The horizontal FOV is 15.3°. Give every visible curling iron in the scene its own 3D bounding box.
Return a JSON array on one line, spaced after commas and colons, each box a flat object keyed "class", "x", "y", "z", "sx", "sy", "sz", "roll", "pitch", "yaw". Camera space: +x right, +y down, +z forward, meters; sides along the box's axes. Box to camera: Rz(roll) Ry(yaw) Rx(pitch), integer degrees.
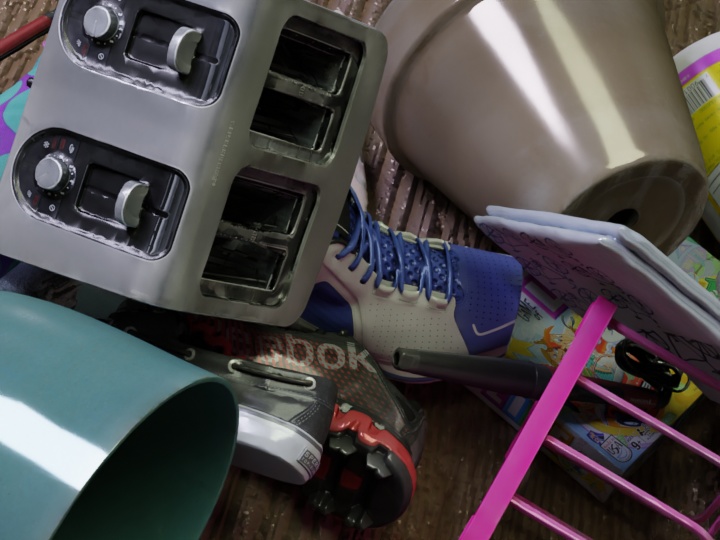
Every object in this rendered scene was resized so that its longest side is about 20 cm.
[{"class": "curling iron", "x": 0.106, "y": 0.056, "z": 1.571, "sx": 0.199, "sy": 0.026, "sz": 0.050, "roll": 1, "pitch": 74, "yaw": -27}]

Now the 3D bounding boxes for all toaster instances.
[{"class": "toaster", "x": -0.088, "y": -0.069, "z": 1.427, "sx": 0.118, "sy": 0.181, "sz": 0.200, "roll": 21, "pitch": 3, "yaw": 25}]

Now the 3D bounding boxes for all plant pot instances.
[{"class": "plant pot", "x": -0.183, "y": 0.102, "z": 1.348, "sx": 0.161, "sy": 0.201, "sz": 0.201, "roll": 31, "pitch": 44, "yaw": 18}, {"class": "plant pot", "x": 0.123, "y": -0.088, "z": 1.633, "sx": 0.199, "sy": 0.200, "sz": 0.174, "roll": -7, "pitch": 49, "yaw": -29}]

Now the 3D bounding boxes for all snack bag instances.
[{"class": "snack bag", "x": 0.171, "y": 0.031, "z": 1.493, "sx": 0.200, "sy": 0.188, "sz": 0.021, "roll": 38, "pitch": 81, "yaw": -19}]

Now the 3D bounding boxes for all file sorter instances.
[{"class": "file sorter", "x": 0.124, "y": 0.148, "z": 1.460, "sx": 0.125, "sy": 0.139, "sz": 0.200, "roll": 30, "pitch": 52, "yaw": 4}]

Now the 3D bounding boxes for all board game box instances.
[{"class": "board game box", "x": 0.157, "y": 0.041, "z": 1.661, "sx": 0.134, "sy": 0.034, "sz": 0.200, "roll": 39, "pitch": 46, "yaw": 12}]

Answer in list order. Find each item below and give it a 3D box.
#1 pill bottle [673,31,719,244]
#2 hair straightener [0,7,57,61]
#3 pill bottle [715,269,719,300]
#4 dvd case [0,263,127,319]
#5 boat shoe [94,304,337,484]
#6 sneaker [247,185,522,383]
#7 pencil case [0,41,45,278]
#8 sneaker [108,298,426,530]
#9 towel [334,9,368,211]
[{"class": "pill bottle", "x": 0.272, "y": -0.055, "z": 1.750, "sx": 0.104, "sy": 0.104, "sz": 0.200, "roll": -12, "pitch": 58, "yaw": -32}, {"class": "hair straightener", "x": -0.171, "y": -0.122, "z": 1.611, "sx": 0.077, "sy": 0.041, "sz": 0.200, "roll": 56, "pitch": 36, "yaw": -7}, {"class": "pill bottle", "x": 0.280, "y": 0.083, "z": 1.601, "sx": 0.119, "sy": 0.120, "sz": 0.201, "roll": 0, "pitch": 61, "yaw": -25}, {"class": "dvd case", "x": -0.215, "y": 0.014, "z": 1.524, "sx": 0.146, "sy": 0.022, "sz": 0.200, "roll": 37, "pitch": 47, "yaw": 10}, {"class": "boat shoe", "x": -0.105, "y": 0.050, "z": 1.448, "sx": 0.199, "sy": 0.070, "sz": 0.066, "roll": 19, "pitch": 71, "yaw": 17}, {"class": "sneaker", "x": -0.001, "y": 0.000, "z": 1.546, "sx": 0.199, "sy": 0.115, "sz": 0.081, "roll": 3, "pitch": 56, "yaw": -6}, {"class": "pencil case", "x": -0.195, "y": -0.056, "z": 1.467, "sx": 0.092, "sy": 0.085, "sz": 0.200, "roll": 20, "pitch": 42, "yaw": 26}, {"class": "sneaker", "x": -0.048, "y": 0.066, "z": 1.522, "sx": 0.200, "sy": 0.071, "sz": 0.098, "roll": 29, "pitch": 38, "yaw": 7}, {"class": "towel", "x": -0.089, "y": -0.104, "z": 1.680, "sx": 0.190, "sy": 0.032, "sz": 0.200, "roll": 10, "pitch": 49, "yaw": -17}]
